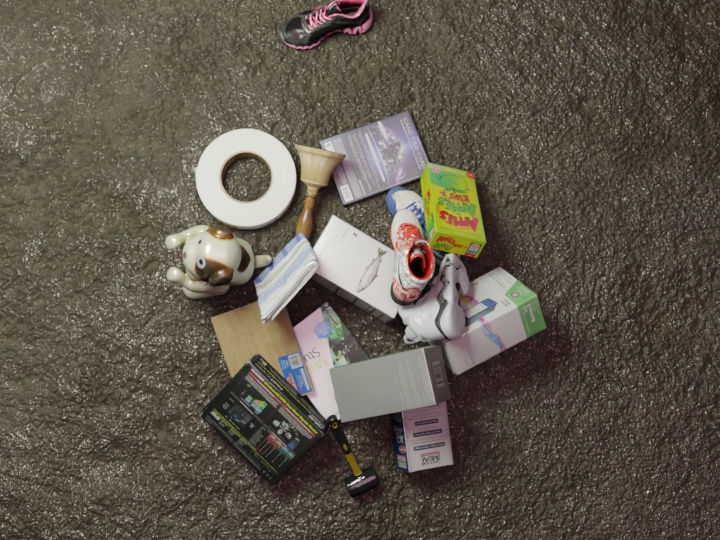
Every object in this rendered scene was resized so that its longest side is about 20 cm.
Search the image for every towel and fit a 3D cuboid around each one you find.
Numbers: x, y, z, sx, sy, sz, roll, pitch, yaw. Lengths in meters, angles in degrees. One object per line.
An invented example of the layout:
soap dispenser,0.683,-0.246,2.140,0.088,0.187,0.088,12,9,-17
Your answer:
towel,-0.143,0.007,1.346,0.024,0.200,0.147,40,97,-22

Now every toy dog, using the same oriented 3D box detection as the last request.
toy dog,-0.268,-0.015,1.345,0.193,0.200,0.140,10,83,-3

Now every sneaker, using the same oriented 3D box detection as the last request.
sneaker,0.135,0.052,1.347,0.115,0.075,0.201,-18,41,29
sneaker,0.098,-0.045,1.313,0.067,0.108,0.202,11,61,-12
sneaker,0.133,-0.096,1.444,0.075,0.088,0.200,-43,87,-6
sneaker,-0.069,-0.517,1.474,0.199,0.095,0.079,-19,87,-5

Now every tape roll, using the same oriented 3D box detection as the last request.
tape roll,-0.229,-0.184,1.451,0.202,0.037,0.204,1,84,-5

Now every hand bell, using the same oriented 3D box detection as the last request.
hand bell,-0.099,-0.142,1.435,0.104,0.104,0.201,12,99,-3

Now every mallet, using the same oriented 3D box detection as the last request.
mallet,-0.030,0.351,1.357,0.066,0.041,0.200,-30,121,-1

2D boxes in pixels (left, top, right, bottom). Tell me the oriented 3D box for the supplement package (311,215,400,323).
supplement package,0.000,0.000,1.407,0.199,0.117,0.117,30,80,-1

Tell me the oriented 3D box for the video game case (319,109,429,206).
video game case,0.032,-0.232,1.487,0.199,0.019,0.143,-20,85,-7

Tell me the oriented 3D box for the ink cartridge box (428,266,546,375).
ink cartridge box,0.230,0.095,1.392,0.199,0.145,0.088,-28,119,-6

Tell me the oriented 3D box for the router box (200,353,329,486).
router box,-0.180,0.281,1.366,0.200,0.062,0.150,44,102,1

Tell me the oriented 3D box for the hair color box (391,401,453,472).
hair color box,0.114,0.280,1.401,0.100,0.060,0.201,-3,83,-21

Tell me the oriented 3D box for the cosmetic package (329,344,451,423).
cosmetic package,0.053,0.208,1.326,0.199,0.090,0.107,-14,84,28

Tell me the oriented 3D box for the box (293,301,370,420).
box,-0.063,0.183,1.421,0.144,0.036,0.200,-37,88,-7

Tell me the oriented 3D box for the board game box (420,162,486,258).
board game box,0.178,-0.120,1.408,0.101,0.048,0.201,12,45,-13

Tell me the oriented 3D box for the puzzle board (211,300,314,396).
puzzle board,-0.188,0.162,1.398,0.150,0.017,0.201,-19,91,10
